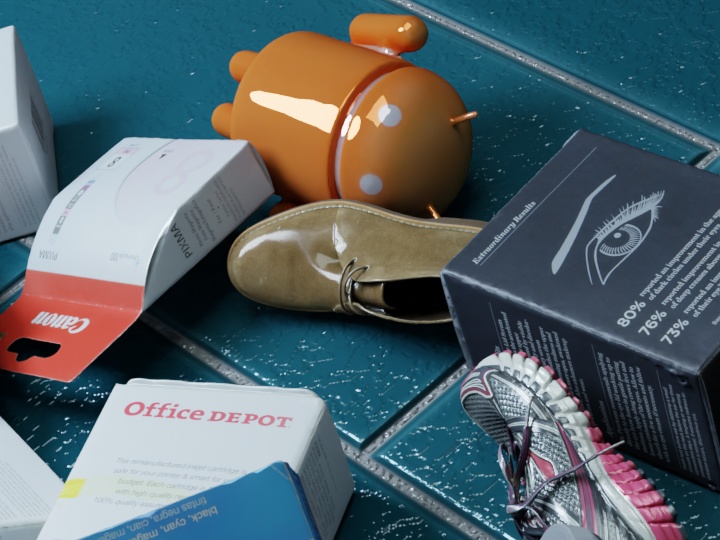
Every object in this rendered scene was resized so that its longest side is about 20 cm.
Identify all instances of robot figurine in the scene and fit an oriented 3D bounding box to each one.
[{"bbox_3d":[-0.007,-0.094,1.750,0.199,0.117,0.144,22,55,38],"label":"robot figurine"}]

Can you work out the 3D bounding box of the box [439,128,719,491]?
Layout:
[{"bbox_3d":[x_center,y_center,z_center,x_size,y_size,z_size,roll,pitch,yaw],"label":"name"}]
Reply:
[{"bbox_3d":[0.173,0.020,1.562,0.199,0.105,0.148,23,56,39],"label":"box"}]

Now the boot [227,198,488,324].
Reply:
[{"bbox_3d":[0.000,0.000,1.663,0.199,0.074,0.075,1,20,20],"label":"boot"}]

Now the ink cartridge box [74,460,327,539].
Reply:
[{"bbox_3d":[-0.064,0.221,1.330,0.144,0.147,0.201,-21,80,-1],"label":"ink cartridge box"}]

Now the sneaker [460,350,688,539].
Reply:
[{"bbox_3d":[0.110,0.119,1.495,0.074,0.081,0.200,-31,43,-9],"label":"sneaker"}]

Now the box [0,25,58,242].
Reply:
[{"bbox_3d":[-0.325,-0.078,1.871,0.199,0.098,0.125,-15,40,4],"label":"box"}]

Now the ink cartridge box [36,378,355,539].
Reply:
[{"bbox_3d":[-0.104,0.166,1.522,0.144,0.084,0.201,3,46,23],"label":"ink cartridge box"}]

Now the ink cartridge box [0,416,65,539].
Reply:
[{"bbox_3d":[-0.283,0.125,1.601,0.173,0.044,0.200,-2,27,-37],"label":"ink cartridge box"}]

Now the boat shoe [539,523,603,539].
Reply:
[{"bbox_3d":[0.142,0.186,1.345,0.069,0.071,0.200,13,7,-17],"label":"boat shoe"}]

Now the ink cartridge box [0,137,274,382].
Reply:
[{"bbox_3d":[-0.173,-0.014,1.744,0.200,0.057,0.162,-39,25,-28],"label":"ink cartridge box"}]
